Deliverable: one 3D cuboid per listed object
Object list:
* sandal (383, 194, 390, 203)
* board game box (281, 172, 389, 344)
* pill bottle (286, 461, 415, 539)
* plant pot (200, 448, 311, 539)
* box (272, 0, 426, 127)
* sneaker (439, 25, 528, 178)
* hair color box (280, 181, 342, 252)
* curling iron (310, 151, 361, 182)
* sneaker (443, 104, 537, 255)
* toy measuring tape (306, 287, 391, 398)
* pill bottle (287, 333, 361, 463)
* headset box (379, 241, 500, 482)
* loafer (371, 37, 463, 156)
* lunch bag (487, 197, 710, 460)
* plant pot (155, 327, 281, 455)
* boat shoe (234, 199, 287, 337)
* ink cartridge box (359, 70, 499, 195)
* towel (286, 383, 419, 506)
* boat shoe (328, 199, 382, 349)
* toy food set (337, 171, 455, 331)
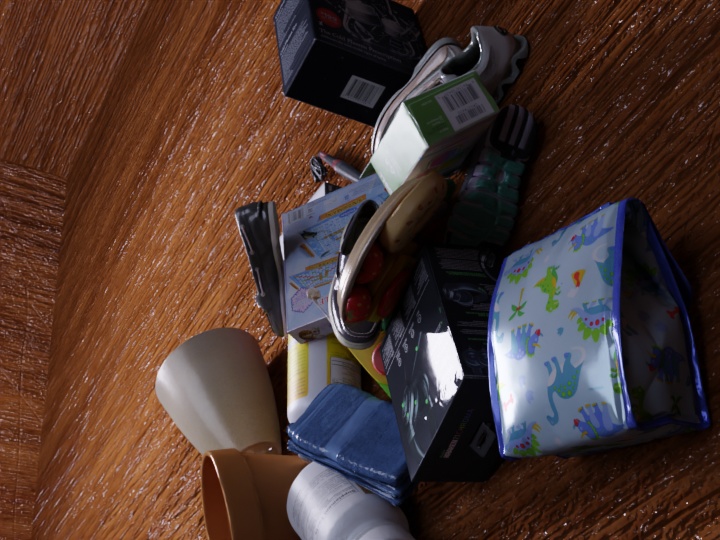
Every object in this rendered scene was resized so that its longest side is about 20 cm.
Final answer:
[{"bbox_3d":[0.047,-0.066,1.199,0.200,0.045,0.076,-43,-20,-59],"label":"sandal"},{"bbox_3d":[-0.012,-0.024,1.316,0.197,0.041,0.203,-21,52,21],"label":"board game box"},{"bbox_3d":[-0.004,0.310,1.153,0.199,0.112,0.117,29,102,62],"label":"pill bottle"},{"bbox_3d":[-0.127,0.333,1.307,0.200,0.137,0.205,173,90,-70],"label":"plant pot"},{"bbox_3d":[-0.013,-0.316,1.394,0.105,0.197,0.184,-53,35,37],"label":"box"},{"bbox_3d":[0.122,-0.214,1.212,0.203,0.087,0.074,-64,31,23],"label":"sneaker"},{"bbox_3d":[-0.077,-0.036,1.525,0.200,0.060,0.103,-46,39,45],"label":"hair color box"},{"bbox_3d":[-0.029,-0.153,1.537,0.199,0.025,0.051,25,119,58],"label":"curling iron"},{"bbox_3d":[0.148,-0.092,1.141,0.088,0.073,0.203,-140,73,-80],"label":"sneaker"},{"bbox_3d":[0.017,0.080,1.214,0.201,0.073,0.074,49,127,15],"label":"toy measuring tape"},{"bbox_3d":[-0.049,0.155,1.329,0.104,0.103,0.204,-40,43,47],"label":"pill bottle"},{"bbox_3d":[0.102,0.104,1.043,0.202,0.091,0.176,-104,26,-45],"label":"headset box"},{"bbox_3d":[0.080,-0.216,1.315,0.202,0.071,0.063,-57,40,26],"label":"loafer"},{"bbox_3d":[0.202,0.057,0.872,0.169,0.125,0.204,-28,64,50],"label":"lunch bag"},{"bbox_3d":[-0.205,0.229,1.537,0.189,0.185,0.201,-60,45,26],"label":"plant pot"},{"bbox_3d":[-0.135,-0.001,1.360,0.067,0.056,0.204,-86,-8,-67],"label":"boat shoe"},{"bbox_3d":[0.076,-0.144,1.141,0.060,0.103,0.200,59,158,10],"label":"ink cartridge box"},{"bbox_3d":[0.007,0.202,1.172,0.198,0.049,0.112,14,49,45],"label":"towel"},{"bbox_3d":[0.000,0.000,1.203,0.065,0.070,0.203,99,179,-53],"label":"boat shoe"},{"bbox_3d":[0.044,-0.020,1.091,0.048,0.198,0.202,32,95,17],"label":"toy food set"}]
